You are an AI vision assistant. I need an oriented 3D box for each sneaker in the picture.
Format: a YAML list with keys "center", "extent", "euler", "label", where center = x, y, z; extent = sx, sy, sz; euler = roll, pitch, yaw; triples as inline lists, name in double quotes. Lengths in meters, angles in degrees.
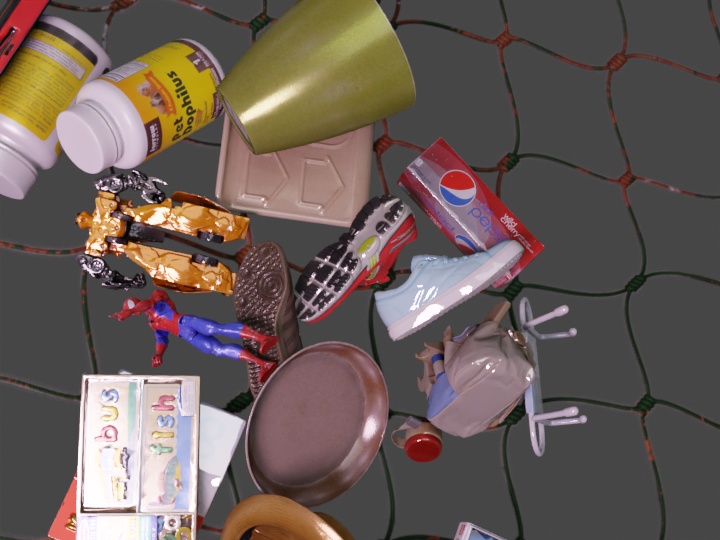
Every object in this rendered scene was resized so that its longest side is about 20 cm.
- center: [0.000, 0.000, 1.155]
  extent: [0.200, 0.085, 0.077]
  euler: [-45, 45, -4]
  label: "sneaker"
- center: [0.104, 0.005, 1.145]
  extent: [0.200, 0.074, 0.082]
  euler: [-33, 81, 7]
  label: "sneaker"
- center: [-0.107, 0.068, 1.117]
  extent: [0.070, 0.076, 0.201]
  euler: [-6, 76, 15]
  label: "sneaker"

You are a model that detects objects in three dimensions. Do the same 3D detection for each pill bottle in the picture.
- center: [-0.259, -0.194, 1.100]
  extent: [0.109, 0.109, 0.200]
  euler: [47, 51, 3]
  label: "pill bottle"
- center: [-0.392, -0.193, 1.099]
  extent: [0.114, 0.114, 0.201]
  euler: [27, 71, -4]
  label: "pill bottle"

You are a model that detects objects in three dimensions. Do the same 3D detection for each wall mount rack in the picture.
- center: [0.233, 0.121, 1.121]
  extent: [0.074, 0.174, 0.201]
  euler: [-8, 75, 18]
  label: "wall mount rack"

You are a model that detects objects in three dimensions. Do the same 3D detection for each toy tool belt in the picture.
- center: [0.122, 0.133, 1.122]
  extent: [0.125, 0.200, 0.123]
  euler: [29, 33, -21]
  label: "toy tool belt"

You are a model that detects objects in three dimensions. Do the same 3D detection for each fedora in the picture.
- center: [-0.062, 0.328, 1.032]
  extent: [0.201, 0.200, 0.082]
  euler: [56, 32, 6]
  label: "fedora"

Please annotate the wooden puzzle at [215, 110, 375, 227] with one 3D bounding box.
- center: [-0.082, -0.151, 1.193]
  extent: [0.199, 0.046, 0.186]
  euler: [9, 74, -15]
  label: "wooden puzzle"

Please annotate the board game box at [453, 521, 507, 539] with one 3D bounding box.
- center: [0.174, 0.362, 0.960]
  extent: [0.199, 0.035, 0.127]
  euler: [26, 71, -4]
  label: "board game box"

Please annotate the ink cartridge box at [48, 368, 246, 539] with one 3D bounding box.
- center: [-0.242, 0.234, 1.052]
  extent: [0.160, 0.047, 0.201]
  euler: [23, 70, -5]
  label: "ink cartridge box"

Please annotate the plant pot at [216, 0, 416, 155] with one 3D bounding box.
- center: [-0.066, -0.230, 1.114]
  extent: [0.200, 0.187, 0.188]
  euler: [-32, 84, -7]
  label: "plant pot"

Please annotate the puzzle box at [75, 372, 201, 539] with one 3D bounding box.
- center: [-0.247, 0.215, 1.027]
  extent: [0.132, 0.025, 0.201]
  euler: [1, 86, -6]
  label: "puzzle box"

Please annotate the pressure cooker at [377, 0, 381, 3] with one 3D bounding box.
- center: [-0.038, -0.457, 1.216]
  extent: [0.199, 0.179, 0.176]
  euler: [24, 41, -5]
  label: "pressure cooker"

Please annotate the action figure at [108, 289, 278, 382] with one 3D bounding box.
- center: [-0.204, 0.079, 1.051]
  extent: [0.199, 0.065, 0.099]
  euler: [20, 32, 22]
  label: "action figure"

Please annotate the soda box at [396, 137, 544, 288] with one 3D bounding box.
- center: [0.143, -0.074, 1.208]
  extent: [0.070, 0.063, 0.200]
  euler: [-41, 88, -18]
  label: "soda box"

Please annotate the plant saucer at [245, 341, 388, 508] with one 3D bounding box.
- center: [-0.053, 0.176, 1.072]
  extent: [0.200, 0.032, 0.201]
  euler: [-11, 109, -35]
  label: "plant saucer"

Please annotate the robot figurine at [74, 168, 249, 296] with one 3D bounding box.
- center: [-0.242, -0.039, 1.110]
  extent: [0.199, 0.058, 0.146]
  euler: [14, 90, -9]
  label: "robot figurine"

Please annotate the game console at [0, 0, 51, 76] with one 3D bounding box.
- center: [-0.428, -0.267, 1.088]
  extent: [0.031, 0.177, 0.201]
  euler: [36, 68, -28]
  label: "game console"
